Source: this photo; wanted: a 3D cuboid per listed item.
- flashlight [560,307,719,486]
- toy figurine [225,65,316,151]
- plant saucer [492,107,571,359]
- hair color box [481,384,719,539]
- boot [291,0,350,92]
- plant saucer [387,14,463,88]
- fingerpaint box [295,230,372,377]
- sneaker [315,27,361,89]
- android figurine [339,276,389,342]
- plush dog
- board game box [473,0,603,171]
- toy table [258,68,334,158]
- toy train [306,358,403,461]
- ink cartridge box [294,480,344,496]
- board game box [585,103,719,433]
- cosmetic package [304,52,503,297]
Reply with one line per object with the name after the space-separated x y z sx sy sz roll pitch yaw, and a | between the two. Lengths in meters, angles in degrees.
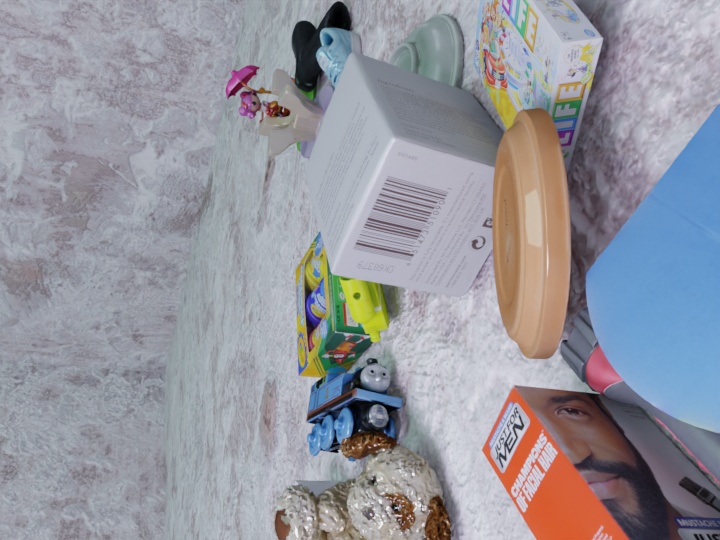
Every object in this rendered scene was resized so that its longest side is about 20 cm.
0.205 0.098 0.392 0.068 0.067 0.200 -67 31 26 | flashlight
-0.208 -0.373 1.414 0.150 0.183 0.201 141 132 -59 | toy figurine
0.133 -0.029 0.522 0.200 0.032 0.202 -1 -90 -86 | plant saucer
0.170 0.158 0.384 0.200 0.110 0.064 -122 46 -57 | hair color box
-0.083 -0.484 1.299 0.200 0.065 0.166 147 119 -66 | boot
0.068 -0.250 0.867 0.200 0.050 0.201 -172 90 -68 | plant saucer
-0.045 0.046 1.004 0.167 0.073 0.201 129 144 -51 | fingerpaint box
-0.041 -0.355 1.130 0.074 0.081 0.201 122 148 -46 | sneaker
0.000 0.000 0.841 0.182 0.041 0.201 -95 -10 -60 | android figurine
0.026 0.278 0.708 0.200 0.160 0.172 43 110 31 | plush dog
0.153 -0.202 0.591 0.135 0.034 0.201 87 173 -48 | board game box
-0.125 -0.304 1.274 0.200 0.116 0.185 134 139 -54 | toy table
-0.014 0.190 0.866 0.200 0.086 0.115 136 143 -57 | toy train
-0.052 0.411 0.872 0.144 0.084 0.201 -159 79 -67 | ink cartridge box
0.230 -0.003 0.364 0.201 0.039 0.158 -57 37 18 | board game box
0.051 -0.105 0.699 0.201 0.164 0.165 -107 35 -47 | cosmetic package
